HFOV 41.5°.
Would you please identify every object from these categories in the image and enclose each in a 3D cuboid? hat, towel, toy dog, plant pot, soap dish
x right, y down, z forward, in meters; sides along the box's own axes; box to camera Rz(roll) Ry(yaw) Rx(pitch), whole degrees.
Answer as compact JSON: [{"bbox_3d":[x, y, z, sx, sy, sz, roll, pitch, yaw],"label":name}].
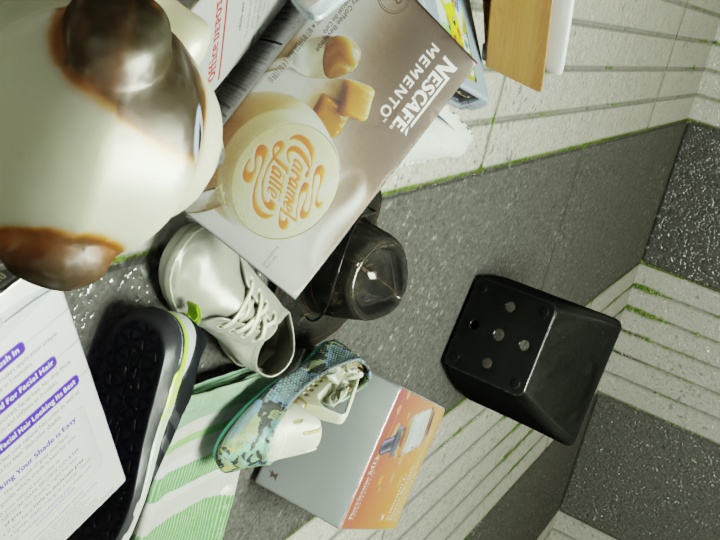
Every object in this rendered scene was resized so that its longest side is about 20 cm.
[{"bbox_3d":[0.000,0.000,0.912,0.201,0.080,0.203,-47,148,-41],"label":"hat"},{"bbox_3d":[-0.139,0.184,0.815,0.152,0.023,0.203,-11,122,-68],"label":"towel"},{"bbox_3d":[-0.139,-0.084,0.386,0.193,0.199,0.141,11,110,-61],"label":"toy dog"},{"bbox_3d":[0.234,0.115,1.391,0.177,0.197,0.203,27,85,-54],"label":"plant pot"},{"bbox_3d":[0.159,-0.298,0.924,0.202,0.079,0.159,-84,175,-46],"label":"soap dish"}]

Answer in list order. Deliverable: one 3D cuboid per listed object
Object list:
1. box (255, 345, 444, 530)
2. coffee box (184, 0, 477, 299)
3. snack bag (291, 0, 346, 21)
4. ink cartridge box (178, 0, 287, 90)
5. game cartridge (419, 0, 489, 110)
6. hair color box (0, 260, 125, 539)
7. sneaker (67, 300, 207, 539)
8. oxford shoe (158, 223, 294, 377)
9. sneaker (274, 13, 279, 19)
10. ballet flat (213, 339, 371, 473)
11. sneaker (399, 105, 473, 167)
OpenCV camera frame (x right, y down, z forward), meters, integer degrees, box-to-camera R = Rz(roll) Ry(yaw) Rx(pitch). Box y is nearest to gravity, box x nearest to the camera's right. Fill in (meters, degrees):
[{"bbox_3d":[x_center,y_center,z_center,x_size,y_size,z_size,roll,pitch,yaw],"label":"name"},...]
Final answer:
[{"bbox_3d":[-0.003,0.186,1.025,0.154,0.105,0.200,-65,158,-5],"label":"box"},{"bbox_3d":[-0.032,-0.101,0.643,0.114,0.080,0.201,39,90,-25],"label":"coffee box"},{"bbox_3d":[-0.021,-0.251,0.519,0.188,0.201,0.021,-37,-178,-27],"label":"snack bag"},{"bbox_3d":[-0.086,-0.179,0.553,0.201,0.066,0.116,-57,177,-25],"label":"ink cartridge box"},{"bbox_3d":[0.067,-0.222,0.850,0.199,0.040,0.136,-5,79,-68],"label":"game cartridge"},{"bbox_3d":[-0.213,0.085,0.550,0.109,0.064,0.202,-44,147,-37],"label":"hair color box"},{"bbox_3d":[-0.157,0.120,0.687,0.203,0.071,0.083,-66,160,5],"label":"sneaker"},{"bbox_3d":[-0.099,0.028,0.758,0.076,0.057,0.201,-56,151,-17],"label":"oxford shoe"},{"bbox_3d":[-0.031,-0.143,0.715,0.074,0.079,0.203,-62,166,-68],"label":"sneaker"},{"bbox_3d":[-0.050,0.124,0.854,0.200,0.073,0.075,-41,145,-50],"label":"ballet flat"},{"bbox_3d":[0.045,-0.136,0.923,0.199,0.076,0.081,17,104,-60],"label":"sneaker"}]
